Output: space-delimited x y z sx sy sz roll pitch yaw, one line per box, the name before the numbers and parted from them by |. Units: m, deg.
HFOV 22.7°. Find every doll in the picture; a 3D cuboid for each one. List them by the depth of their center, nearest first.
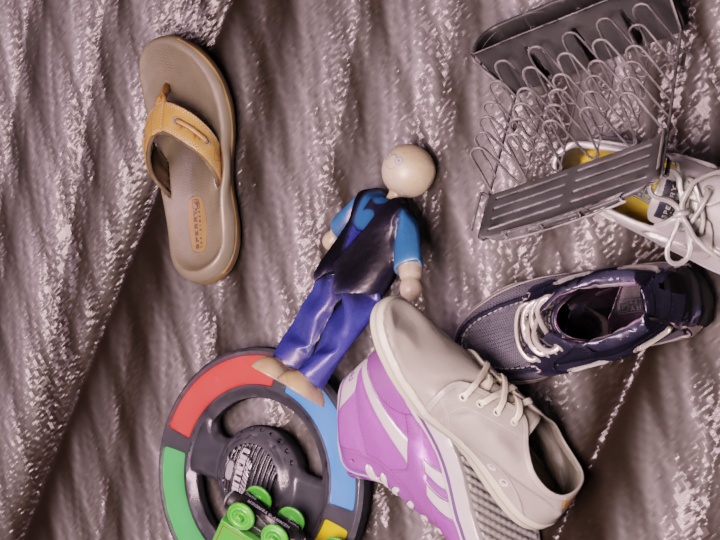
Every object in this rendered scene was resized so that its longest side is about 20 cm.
doll | 0.000 0.000 1.308 0.136 0.048 0.201 23 82 56

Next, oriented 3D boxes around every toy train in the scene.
toy train | -0.021 0.229 1.315 0.200 0.042 0.057 32 120 11

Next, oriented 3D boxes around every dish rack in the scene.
dish rack | 0.138 -0.106 1.175 0.153 0.055 0.200 -20 35 31

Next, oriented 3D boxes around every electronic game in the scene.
electronic game | -0.077 0.159 1.383 0.199 0.042 0.201 -1 89 34

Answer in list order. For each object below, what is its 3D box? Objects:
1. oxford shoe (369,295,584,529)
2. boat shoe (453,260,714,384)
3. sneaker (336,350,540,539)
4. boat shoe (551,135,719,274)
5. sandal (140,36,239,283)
oxford shoe | 0.083 0.091 1.222 0.058 0.075 0.200 -33 102 39
boat shoe | 0.130 0.034 1.213 0.199 0.093 0.075 -19 79 34
sneaker | 0.050 0.151 1.283 0.114 0.072 0.201 -32 76 39
boat shoe | 0.210 -0.044 1.165 0.201 0.086 0.075 27 104 32
sandal | -0.141 -0.090 1.415 0.080 0.054 0.201 -12 83 33
